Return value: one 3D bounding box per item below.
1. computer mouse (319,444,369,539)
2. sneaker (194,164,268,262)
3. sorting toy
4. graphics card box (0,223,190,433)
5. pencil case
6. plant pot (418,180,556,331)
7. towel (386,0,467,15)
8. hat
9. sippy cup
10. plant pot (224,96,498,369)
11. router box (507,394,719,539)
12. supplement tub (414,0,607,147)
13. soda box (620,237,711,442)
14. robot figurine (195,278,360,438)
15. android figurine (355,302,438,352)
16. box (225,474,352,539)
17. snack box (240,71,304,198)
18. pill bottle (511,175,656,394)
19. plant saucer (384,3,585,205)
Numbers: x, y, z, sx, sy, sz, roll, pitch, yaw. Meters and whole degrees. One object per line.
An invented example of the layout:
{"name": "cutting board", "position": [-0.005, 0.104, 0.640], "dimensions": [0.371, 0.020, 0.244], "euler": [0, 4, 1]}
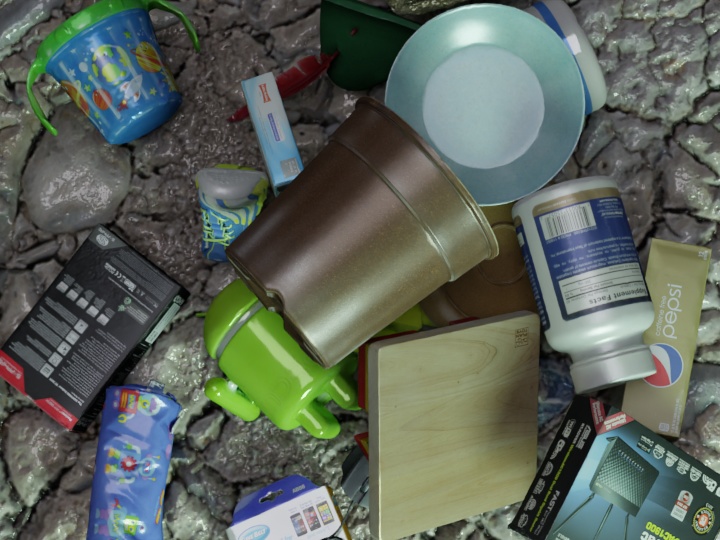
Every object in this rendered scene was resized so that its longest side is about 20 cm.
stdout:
{"name": "computer mouse", "position": [-0.010, 0.244, 1.523], "dimensions": [0.059, 0.034, 0.200], "euler": [33, 66, -1]}
{"name": "sneaker", "position": [-0.135, -0.056, 1.555], "dimensions": [0.075, 0.200, 0.105], "euler": [6, 97, 1]}
{"name": "sorting toy", "position": [0.080, 0.146, 1.478], "dimensions": [0.200, 0.070, 0.199], "euler": [-10, 107, -33]}
{"name": "graphics card box", "position": [-0.297, 0.063, 1.621], "dimensions": [0.125, 0.051, 0.200], "euler": [36, 87, 13]}
{"name": "pencil case", "position": [-0.240, 0.218, 1.570], "dimensions": [0.087, 0.078, 0.201], "euler": [7, 80, 1]}
{"name": "plant pot", "position": [0.145, -0.018, 1.537], "dimensions": [0.199, 0.027, 0.201], "euler": [-1, 94, -17]}
{"name": "towel", "position": [0.111, -0.328, 1.595], "dimensions": [0.199, 0.037, 0.148], "euler": [-16, 33, -8]}
{"name": "hat", "position": [-0.012, -0.202, 1.607], "dimensions": [0.165, 0.200, 0.176], "euler": [14, 102, -31]}
{"name": "sippy cup", "position": [-0.269, -0.216, 1.637], "dimensions": [0.178, 0.140, 0.131], "euler": [-34, 87, 25]}
{"name": "plant pot", "position": [-0.009, -0.026, 1.397], "dimensions": [0.198, 0.200, 0.200], "euler": [-40, 77, -7]}
{"name": "router box", "position": [0.261, 0.232, 1.446], "dimensions": [0.200, 0.062, 0.150], "euler": [32, 82, -27]}
{"name": "supplement tub", "position": [0.147, -0.192, 1.566], "dimensions": [0.200, 0.132, 0.132], "euler": [-27, 77, 2]}
{"name": "soda box", "position": [0.314, 0.072, 1.523], "dimensions": [0.064, 0.068, 0.201], "euler": [10, 81, 11]}
{"name": "robot figurine", "position": [-0.083, 0.086, 1.552], "dimensions": [0.200, 0.116, 0.176], "euler": [44, 96, 14]}
{"name": "android figurine", "position": [0.000, 0.000, 1.536], "dimensions": [0.200, 0.041, 0.183], "euler": [11, 61, -27]}
{"name": "box", "position": [-0.058, 0.319, 1.545], "dimensions": [0.119, 0.041, 0.200], "euler": [-24, 74, 3]}
{"name": "snack box", "position": [-0.083, -0.117, 1.548], "dimensions": [0.037, 0.200, 0.116], "euler": [-18, 78, -3]}
{"name": "pill bottle", "position": [0.228, 0.016, 1.468], "dimensions": [0.111, 0.111, 0.201], "euler": [-15, 80, 5]}
{"name": "plant saucer", "position": [0.123, -0.166, 1.484], "dimensions": [0.200, 0.039, 0.202], "euler": [0, 93, 0]}
